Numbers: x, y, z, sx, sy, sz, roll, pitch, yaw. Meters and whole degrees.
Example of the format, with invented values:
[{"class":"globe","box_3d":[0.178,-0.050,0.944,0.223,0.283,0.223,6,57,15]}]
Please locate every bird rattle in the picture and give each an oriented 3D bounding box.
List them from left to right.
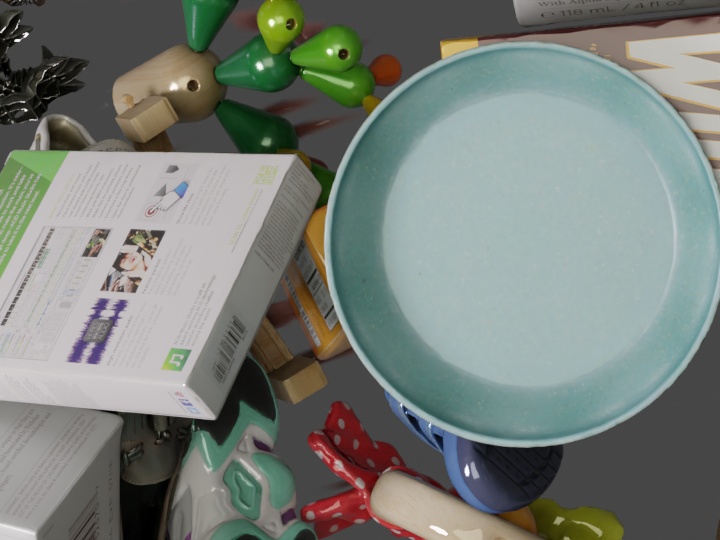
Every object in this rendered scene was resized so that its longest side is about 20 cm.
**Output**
[{"class":"bird rattle","box_3d":[0.061,0.141,1.479,0.200,0.163,0.113,35,82,-5]}]

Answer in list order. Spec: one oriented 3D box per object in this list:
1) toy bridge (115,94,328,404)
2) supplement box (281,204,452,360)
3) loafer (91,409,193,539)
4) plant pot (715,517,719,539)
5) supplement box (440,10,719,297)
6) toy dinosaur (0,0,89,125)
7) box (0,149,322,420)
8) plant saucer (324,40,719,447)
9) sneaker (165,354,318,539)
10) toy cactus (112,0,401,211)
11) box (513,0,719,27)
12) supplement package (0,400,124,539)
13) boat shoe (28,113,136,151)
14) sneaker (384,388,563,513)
[{"class":"toy bridge","box_3d":[-0.086,-0.016,1.520,0.027,0.067,0.201,-34,106,-16]},{"class":"supplement box","box_3d":[0.000,0.000,1.440,0.066,0.200,0.069,-26,88,-9]},{"class":"loafer","box_3d":[-0.119,0.110,1.448,0.063,0.072,0.201,41,133,33]},{"class":"plant pot","box_3d":[0.283,0.179,1.421,0.185,0.200,0.188,1,97,8]},{"class":"supplement box","box_3d":[0.156,-0.069,1.415,0.199,0.197,0.134,-5,95,8]},{"class":"toy dinosaur","box_3d":[-0.235,-0.148,1.534,0.136,0.102,0.201,44,116,26]},{"class":"box","box_3d":[-0.130,0.003,1.360,0.199,0.036,0.145,4,56,35]},{"class":"plant saucer","box_3d":[0.082,-0.014,1.312,0.199,0.036,0.201,1,97,6]},{"class":"sneaker","box_3d":[-0.085,0.159,1.517,0.077,0.140,0.201,3,65,-26]},{"class":"toy cactus","box_3d":[-0.067,-0.122,1.505,0.164,0.102,0.201,-12,115,32]},{"class":"box","box_3d":[0.168,-0.251,1.392,0.198,0.131,0.201,-5,66,10]},{"class":"supplement package","box_3d":[-0.237,0.131,1.396,0.199,0.117,0.118,12,122,14]},{"class":"boat shoe","box_3d":[-0.146,-0.040,1.473,0.070,0.200,0.070,2,108,-31]},{"class":"sneaker","box_3d":[0.060,0.077,1.457,0.082,0.200,0.074,-33,113,19]}]
